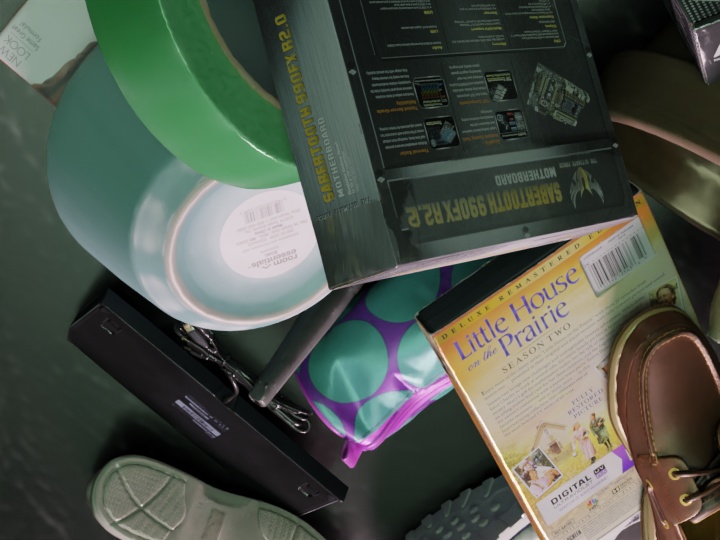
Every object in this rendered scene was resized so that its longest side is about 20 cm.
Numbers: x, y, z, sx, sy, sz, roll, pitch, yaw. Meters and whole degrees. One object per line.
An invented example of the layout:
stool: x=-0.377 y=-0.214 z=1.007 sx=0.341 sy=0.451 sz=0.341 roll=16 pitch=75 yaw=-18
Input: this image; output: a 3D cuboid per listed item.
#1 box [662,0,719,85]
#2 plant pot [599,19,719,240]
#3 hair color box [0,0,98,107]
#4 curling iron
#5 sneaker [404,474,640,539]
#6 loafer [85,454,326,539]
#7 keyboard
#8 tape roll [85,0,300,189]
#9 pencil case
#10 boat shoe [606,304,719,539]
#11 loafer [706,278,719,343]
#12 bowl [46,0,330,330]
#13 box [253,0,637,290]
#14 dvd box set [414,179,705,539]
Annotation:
box: x=0.221 y=-0.205 z=0.869 sx=0.159 sy=0.201 sz=0.044 roll=-20 pitch=138 yaw=7
plant pot: x=0.248 y=-0.107 z=0.919 sx=0.199 sy=0.200 sz=0.175 roll=33 pitch=87 yaw=-11
hair color box: x=-0.107 y=-0.171 z=0.945 sx=0.111 sy=0.064 sz=0.200 roll=40 pitch=105 yaw=-13
curling iron: x=0.000 y=0.000 z=0.977 sx=0.200 sy=0.049 sz=0.026 roll=-48 pitch=121 yaw=-12
sneaker: x=0.105 y=0.177 z=1.059 sx=0.199 sy=0.077 sz=0.081 roll=-31 pitch=115 yaw=11
loafer: x=-0.088 y=0.180 z=1.070 sx=0.199 sy=0.063 sz=0.072 roll=32 pitch=72 yaw=-13
keyboard: x=-0.086 y=0.080 z=1.017 sx=0.200 sy=0.021 sz=0.127 roll=41 pitch=147 yaw=-13
tape roll: x=-0.049 y=-0.143 z=0.809 sx=0.048 sy=0.200 sz=0.202 roll=-11 pitch=112 yaw=39
pencil case: x=0.059 y=0.032 z=0.999 sx=0.199 sy=0.085 sz=0.093 roll=-31 pitch=62 yaw=9
boat shoe: x=0.195 y=0.111 z=0.949 sx=0.072 sy=0.068 sz=0.201 roll=-24 pitch=122 yaw=-12
loafer: x=0.258 y=0.055 z=0.986 sx=0.068 sy=0.076 sz=0.200 roll=-50 pitch=130 yaw=-5
bowl: x=-0.069 y=-0.046 z=0.923 sx=0.199 sy=0.105 sz=0.202 roll=-12 pitch=129 yaw=-16
box: x=0.046 y=-0.085 z=0.813 sx=0.048 sy=0.199 sz=0.160 roll=-18 pitch=86 yaw=43
dvd box set: x=0.133 y=0.062 z=0.957 sx=0.146 sy=0.029 sz=0.201 roll=-35 pitch=123 yaw=-5
